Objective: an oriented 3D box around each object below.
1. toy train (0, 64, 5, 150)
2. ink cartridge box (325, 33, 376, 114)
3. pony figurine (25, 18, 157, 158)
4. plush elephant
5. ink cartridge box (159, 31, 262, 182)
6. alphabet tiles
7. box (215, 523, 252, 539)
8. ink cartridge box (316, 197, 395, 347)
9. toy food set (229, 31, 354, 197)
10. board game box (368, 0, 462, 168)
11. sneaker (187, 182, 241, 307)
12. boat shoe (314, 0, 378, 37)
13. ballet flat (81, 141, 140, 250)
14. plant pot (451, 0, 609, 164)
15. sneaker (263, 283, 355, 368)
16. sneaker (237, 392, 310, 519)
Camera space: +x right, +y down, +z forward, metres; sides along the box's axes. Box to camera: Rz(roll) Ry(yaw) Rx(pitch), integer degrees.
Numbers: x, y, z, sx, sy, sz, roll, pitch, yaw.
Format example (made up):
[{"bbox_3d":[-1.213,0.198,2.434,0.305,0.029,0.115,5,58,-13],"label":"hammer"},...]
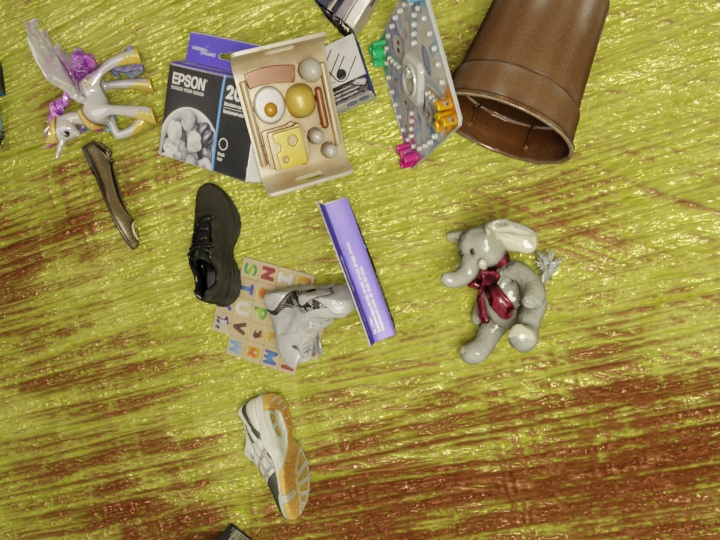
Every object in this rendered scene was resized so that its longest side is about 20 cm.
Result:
[{"bbox_3d":[-0.705,-0.296,1.004,0.111,0.087,0.206,-6,91,7],"label":"toy train"},{"bbox_3d":[-0.081,-0.283,0.882,0.195,0.044,0.096,-20,87,14],"label":"ink cartridge box"},{"bbox_3d":[-0.450,-0.301,0.922,0.194,0.167,0.199,-14,92,-4],"label":"pony figurine"},{"bbox_3d":[0.183,0.007,0.782,0.154,0.165,0.202,39,71,-6],"label":"plush elephant"},{"bbox_3d":[-0.226,-0.262,0.878,0.194,0.043,0.206,19,104,25],"label":"ink cartridge box"},{"bbox_3d":[-0.153,0.076,0.934,0.195,0.006,0.171,14,95,11],"label":"alphabet tiles"},{"bbox_3d":[-0.191,0.545,0.866,0.195,0.200,0.125,31,98,10],"label":"box"},{"bbox_3d":[0.000,0.000,0.798,0.042,0.200,0.203,-21,88,3],"label":"ink cartridge box"},{"bbox_3d":[-0.094,-0.223,0.806,0.140,0.060,0.205,-18,113,-14],"label":"toy food set"},{"bbox_3d":[0.067,-0.264,0.773,0.025,0.200,0.206,-15,88,-14],"label":"board game box"},{"bbox_3d":[-0.241,-0.044,0.904,0.074,0.091,0.206,-10,85,16],"label":"sneaker"},{"bbox_3d":[0.005,-0.463,0.838,0.092,0.075,0.202,37,100,1],"label":"boat shoe"},{"bbox_3d":[-0.423,-0.133,0.964,0.046,0.067,0.204,-24,83,-20],"label":"ballet flat"},{"bbox_3d":[0.227,-0.279,0.746,0.196,0.200,0.203,24,90,10],"label":"plant pot"},{"bbox_3d":[-0.072,0.085,0.850,0.197,0.074,0.118,-1,102,47],"label":"sneaker"},{"bbox_3d":[-0.145,0.306,0.920,0.086,0.075,0.206,-16,86,28],"label":"sneaker"}]
